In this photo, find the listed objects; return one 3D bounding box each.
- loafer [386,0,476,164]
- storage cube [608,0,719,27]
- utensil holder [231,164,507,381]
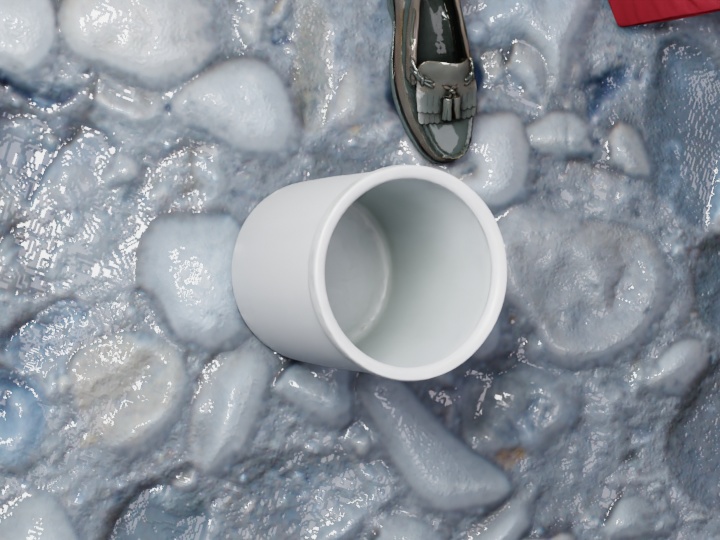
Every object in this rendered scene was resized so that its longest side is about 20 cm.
[{"bbox_3d":[0.064,-0.192,1.794,0.071,0.063,0.201,-13,96,-24],"label":"loafer"},{"bbox_3d":[0.305,-0.337,1.844,0.199,0.180,0.172,-32,103,-20],"label":"storage cube"},{"bbox_3d":[0.000,0.000,1.691,0.169,0.200,0.171,-1,92,-25],"label":"utensil holder"}]
